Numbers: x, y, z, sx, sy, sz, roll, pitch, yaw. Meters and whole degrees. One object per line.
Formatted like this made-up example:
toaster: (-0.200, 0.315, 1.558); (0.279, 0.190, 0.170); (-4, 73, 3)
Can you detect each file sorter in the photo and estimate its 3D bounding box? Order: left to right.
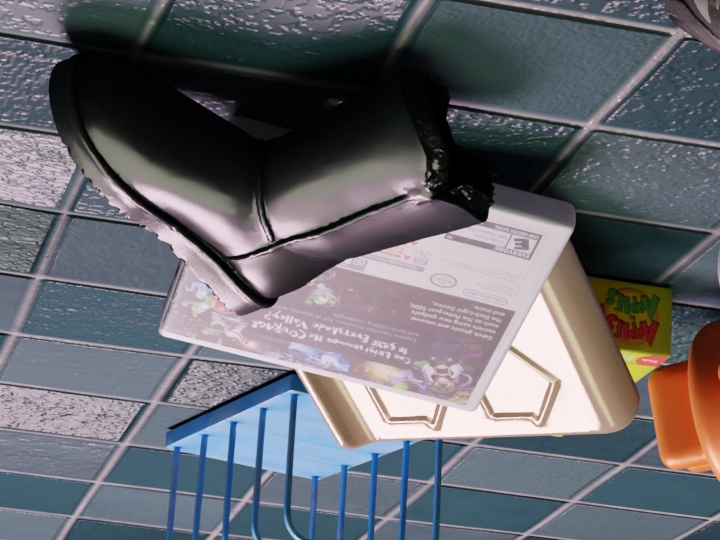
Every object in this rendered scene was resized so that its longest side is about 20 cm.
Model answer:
file sorter: (-0.045, 0.170, 1.941); (0.139, 0.123, 0.200); (15, 158, -28)

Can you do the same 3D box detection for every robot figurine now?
robot figurine: (0.282, 0.076, 1.622); (0.200, 0.117, 0.144); (-14, 129, 24)

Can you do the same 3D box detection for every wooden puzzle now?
wooden puzzle: (0.051, 0.030, 1.575); (0.200, 0.046, 0.185); (-7, 133, 24)

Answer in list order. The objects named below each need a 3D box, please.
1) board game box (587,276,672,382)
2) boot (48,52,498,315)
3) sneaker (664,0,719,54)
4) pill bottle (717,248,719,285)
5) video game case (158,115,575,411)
board game box: (0.120, 0.056, 1.706); (0.101, 0.048, 0.200); (8, 160, -14)
boot: (-0.041, -0.070, 1.352); (0.168, 0.077, 0.200); (-24, 130, 24)
sneaker: (0.224, -0.109, 1.221); (0.200, 0.079, 0.095); (19, 177, -35)
pill bottle: (0.277, -0.022, 1.362); (0.115, 0.116, 0.200); (11, 160, -20)
video game case: (0.000, 0.000, 1.491); (0.200, 0.023, 0.182); (14, 138, -9)
